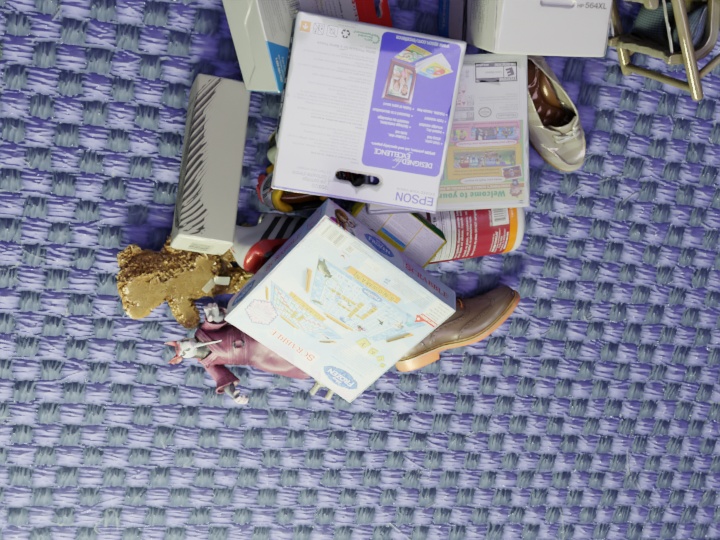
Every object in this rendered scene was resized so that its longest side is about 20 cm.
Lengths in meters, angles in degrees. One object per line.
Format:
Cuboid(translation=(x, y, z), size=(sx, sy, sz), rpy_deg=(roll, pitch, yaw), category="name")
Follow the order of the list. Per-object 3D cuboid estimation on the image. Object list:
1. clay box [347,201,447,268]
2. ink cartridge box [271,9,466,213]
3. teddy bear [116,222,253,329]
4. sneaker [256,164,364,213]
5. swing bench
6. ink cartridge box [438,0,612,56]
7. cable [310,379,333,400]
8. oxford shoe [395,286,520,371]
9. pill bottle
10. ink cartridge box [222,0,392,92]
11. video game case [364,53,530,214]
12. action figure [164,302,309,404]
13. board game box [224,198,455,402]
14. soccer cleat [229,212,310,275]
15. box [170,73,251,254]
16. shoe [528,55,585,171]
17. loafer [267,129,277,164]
Cuboid(translation=(0.000, 0.000, 1.311), size=(0.115, 0.048, 0.200), rpy_deg=(37, 104, -14), category="clay box")
Cuboid(translation=(0.006, -0.178, 1.198), size=(0.197, 0.043, 0.201), rpy_deg=(9, 96, -8), category="ink cartridge box")
Cuboid(translation=(-0.217, 0.000, 1.354), size=(0.199, 0.067, 0.145), rpy_deg=(-27, 123, -12), category="teddy bear")
Cuboid(translation=(-0.031, -0.118, 1.345), size=(0.199, 0.082, 0.078), rpy_deg=(-23, 113, -7), category="sneaker")
Cuboid(translation=(0.374, -0.343, 1.312), size=(0.130, 0.199, 0.200), rpy_deg=(-40, 114, 1), category="swing bench")
Cuboid(translation=(0.193, -0.313, 1.272), size=(0.145, 0.200, 0.085), rpy_deg=(-2, 109, -14), category="ink cartridge box")
Cuboid(translation=(0.000, 0.084, 1.416), size=(0.097, 0.050, 0.200), rpy_deg=(2, 123, -55), category="cable")
Cuboid(translation=(0.128, 0.066, 1.462), size=(0.199, 0.071, 0.073), rpy_deg=(-28, 109, -4), category="oxford shoe")
Cuboid(translation=(0.106, -0.067, 1.385), size=(0.199, 0.113, 0.114), rpy_deg=(-8, 111, -12), category="pill bottle")
Cuboid(translation=(-0.057, -0.299, 1.256), size=(0.200, 0.067, 0.117), rpy_deg=(-30, 118, -36), category="ink cartridge box")
Cuboid(translation=(0.101, -0.162, 1.246), size=(0.199, 0.022, 0.183), rpy_deg=(-3, 97, -7), category="video game case")
Cuboid(translation=(-0.154, 0.088, 1.365), size=(0.199, 0.149, 0.135), rpy_deg=(-1, 105, -7), category="action figure")
Cuboid(translation=(-0.025, 0.042, 1.254), size=(0.200, 0.041, 0.199), rpy_deg=(36, 120, -19), category="board game box")
Cuboid(translation=(-0.087, -0.045, 1.346), size=(0.200, 0.085, 0.069), rpy_deg=(-18, 142, -45), category="soccer cleat")
Cuboid(translation=(-0.179, -0.125, 1.259), size=(0.068, 0.082, 0.201), rpy_deg=(8, 78, -16), category="box")
Cuboid(translation=(0.249, -0.211, 1.404), size=(0.070, 0.053, 0.200), rpy_deg=(-35, 114, -1), category="shoe")
Cuboid(translation=(-0.031, -0.194, 1.286), size=(0.199, 0.070, 0.075), rpy_deg=(-31, 148, -1), category="loafer")
